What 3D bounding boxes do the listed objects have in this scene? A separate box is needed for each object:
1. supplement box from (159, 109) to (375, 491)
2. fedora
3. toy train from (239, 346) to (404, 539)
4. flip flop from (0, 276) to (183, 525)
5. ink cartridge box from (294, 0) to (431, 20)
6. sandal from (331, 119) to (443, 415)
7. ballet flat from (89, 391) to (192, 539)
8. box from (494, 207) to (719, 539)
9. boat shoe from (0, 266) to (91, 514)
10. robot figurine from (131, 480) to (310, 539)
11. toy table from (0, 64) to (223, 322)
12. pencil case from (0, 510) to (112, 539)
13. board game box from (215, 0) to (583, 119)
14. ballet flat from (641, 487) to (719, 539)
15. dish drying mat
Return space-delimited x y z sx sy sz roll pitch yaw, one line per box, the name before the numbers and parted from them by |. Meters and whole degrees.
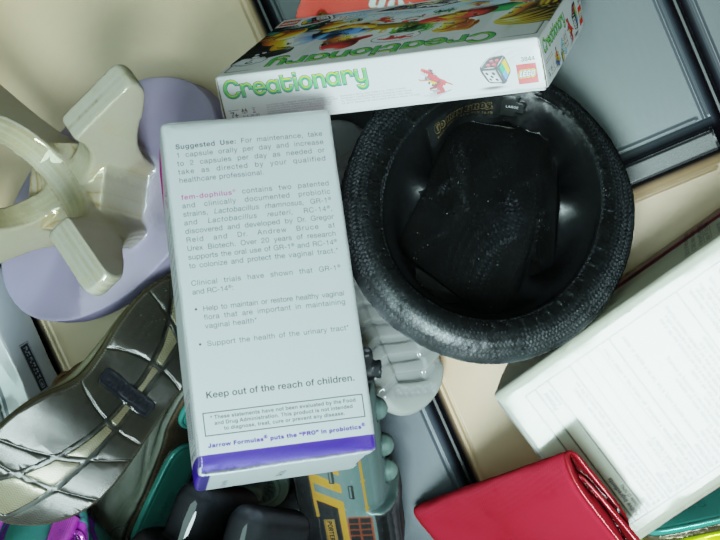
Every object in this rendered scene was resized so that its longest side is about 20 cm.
supplement box | -0.058 0.019 0.916 0.103 0.101 0.200 -7 79 -9
fedora | 0.071 -0.026 0.983 0.200 0.092 0.201 4 68 -11
toy train | -0.033 0.120 1.033 0.114 0.085 0.200 -4 123 6
flip flop | -0.172 0.085 1.030 0.081 0.058 0.200 44 74 -13
ink cartridge box | 0.048 -0.212 1.001 0.160 0.047 0.200 20 101 8
sandal | -0.006 0.002 1.046 0.050 0.082 0.203 -5 104 56
ballet flat | -0.128 0.101 1.086 0.064 0.067 0.200 39 104 31
box | 0.203 0.059 0.982 0.200 0.109 0.128 -36 92 15
boat shoe | -0.251 0.098 1.106 0.068 0.072 0.200 -20 95 17
robot figurine | -0.098 0.232 0.957 0.125 0.150 0.200 19 88 -20
toy table | -0.186 -0.050 1.024 0.184 0.117 0.200 41 102 24
pencil case | -0.167 0.237 1.069 0.092 0.085 0.200 -5 133 46
board game box | 0.027 -0.133 0.958 0.200 0.126 0.035 -5 113 20
ballet flat | 0.275 0.161 1.015 0.200 0.067 0.067 -15 117 17
dish drying mat | 0.102 0.162 1.000 0.018 0.200 0.077 -41 93 -29
